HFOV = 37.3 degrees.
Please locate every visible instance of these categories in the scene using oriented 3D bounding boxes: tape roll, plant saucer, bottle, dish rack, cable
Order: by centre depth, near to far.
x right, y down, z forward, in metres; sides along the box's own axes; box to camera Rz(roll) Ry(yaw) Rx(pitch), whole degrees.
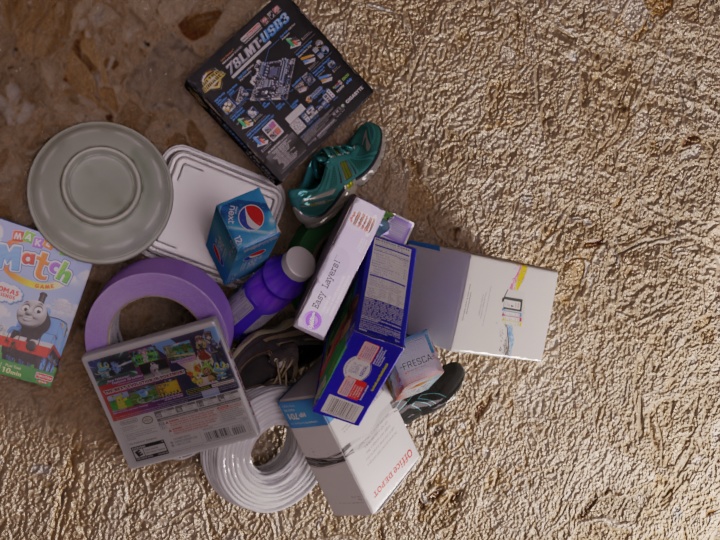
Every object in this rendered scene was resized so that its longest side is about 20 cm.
[{"bbox_3d":[-0.353,-0.111,1.453,0.198,0.050,0.203,2,81,-14],"label":"plant saucer"},{"bbox_3d":[-0.278,0.087,1.485,0.197,0.066,0.202,0,110,1],"label":"tape roll"},{"bbox_3d":[-0.131,0.030,1.504,0.065,0.200,0.083,51,49,0],"label":"bottle"},{"bbox_3d":[-0.212,-0.074,1.546,0.198,0.043,0.173,21,89,-21],"label":"dish rack"},{"bbox_3d":[-0.138,0.258,1.571,0.198,0.069,0.202,6,101,-35],"label":"cable"},{"bbox_3d":[-0.017,0.001,1.629,0.198,0.048,0.203,-3,97,-21],"label":"tape roll"}]

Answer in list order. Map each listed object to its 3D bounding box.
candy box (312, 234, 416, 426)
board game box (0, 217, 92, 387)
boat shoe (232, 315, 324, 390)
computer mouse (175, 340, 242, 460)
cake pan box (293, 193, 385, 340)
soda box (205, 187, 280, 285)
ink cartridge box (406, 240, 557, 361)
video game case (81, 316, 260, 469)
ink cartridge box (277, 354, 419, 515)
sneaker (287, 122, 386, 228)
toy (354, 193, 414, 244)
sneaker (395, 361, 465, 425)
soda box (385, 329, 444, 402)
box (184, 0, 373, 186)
[{"bbox_3d":[0.006,0.078,1.452,0.076,0.201,0.170,21,130,-8],"label":"candy box"},{"bbox_3d":[-0.466,0.043,1.463,0.150,0.037,0.202,19,88,-22],"label":"board game box"},{"bbox_3d":[-0.120,0.125,1.538,0.200,0.073,0.075,-33,144,-49],"label":"boat shoe"},{"bbox_3d":[-0.218,0.199,1.578,0.199,0.044,0.110,-36,112,-20],"label":"computer mouse"},{"bbox_3d":[-0.033,-0.007,1.462,0.052,0.184,0.202,26,92,-2],"label":"cake pan box"},{"bbox_3d":[-0.161,-0.042,1.435,0.064,0.200,0.068,-24,83,-17],"label":"soda box"},{"bbox_3d":[0.176,0.047,1.632,0.199,0.147,0.146,10,93,-39],"label":"ink cartridge box"},{"bbox_3d":[-0.259,0.170,1.465,0.198,0.023,0.184,-15,110,10],"label":"video game case"},{"bbox_3d":[-0.014,0.232,1.552,0.146,0.085,0.202,-42,114,-48],"label":"ink cartridge box"},{"bbox_3d":[-0.032,-0.152,1.569,0.201,0.077,0.080,-53,123,-26],"label":"sneaker"},{"bbox_3d":[0.000,0.000,1.584,0.114,0.047,0.202,24,87,-21],"label":"toy"},{"bbox_3d":[0.077,0.195,1.675,0.199,0.075,0.080,-33,105,-15],"label":"sneaker"},{"bbox_3d":[0.071,0.142,1.556,0.063,0.200,0.069,-21,79,-8],"label":"soda box"},{"bbox_3d":[-0.116,-0.262,1.538,0.199,0.050,0.200,46,78,-5],"label":"box"}]
